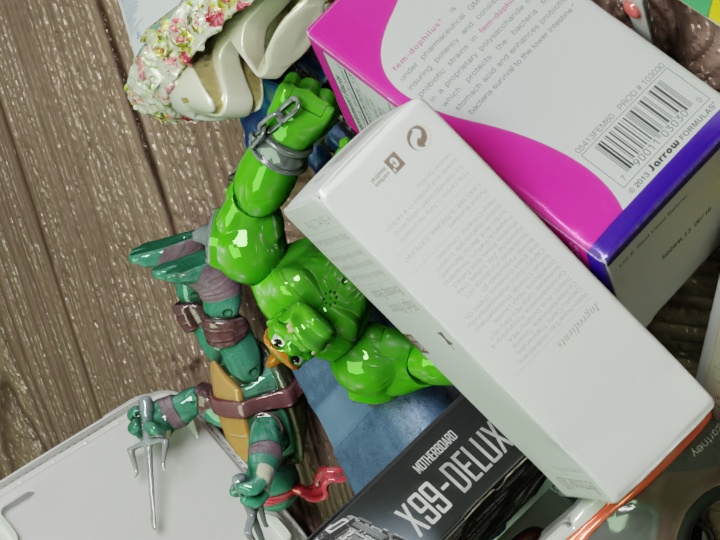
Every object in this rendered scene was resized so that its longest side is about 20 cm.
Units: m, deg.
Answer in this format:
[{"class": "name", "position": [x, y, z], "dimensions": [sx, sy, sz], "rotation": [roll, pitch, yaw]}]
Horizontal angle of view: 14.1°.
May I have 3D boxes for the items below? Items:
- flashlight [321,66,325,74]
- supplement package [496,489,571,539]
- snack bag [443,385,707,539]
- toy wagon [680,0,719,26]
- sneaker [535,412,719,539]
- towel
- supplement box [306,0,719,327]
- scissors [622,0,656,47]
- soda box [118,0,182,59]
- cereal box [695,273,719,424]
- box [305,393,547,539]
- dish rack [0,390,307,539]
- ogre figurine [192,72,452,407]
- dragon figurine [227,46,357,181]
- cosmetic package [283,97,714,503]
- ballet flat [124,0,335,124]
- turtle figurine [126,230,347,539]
[{"class": "flashlight", "position": [0.063, -0.061, 1.499], "dimensions": [0.200, 0.068, 0.068], "rotation": [42, 142, 22]}, {"class": "supplement package", "position": [0.135, 0.248, 1.570], "dimensions": [0.200, 0.111, 0.156], "rotation": [34, 143, 22]}, {"class": "snack bag", "position": [0.113, 0.110, 1.600], "dimensions": [0.188, 0.021, 0.201], "rotation": [3, 117, 50]}, {"class": "toy wagon", "position": [0.186, -0.162, 1.304], "dimensions": [0.200, 0.040, 0.156], "rotation": [38, 139, 27]}, {"class": "sneaker", "position": [0.124, 0.155, 1.450], "dimensions": [0.082, 0.077, 0.200], "rotation": [42, 110, 4]}, {"class": "towel", "position": [0.015, 0.076, 1.646], "dimensions": [0.201, 0.048, 0.112], "rotation": [63, 155, 10]}, {"class": "supplement box", "position": [0.084, -0.074, 1.410], "dimensions": [0.200, 0.101, 0.103], "rotation": [40, 169, 25]}, {"class": "scissors", "position": [0.129, -0.128, 1.353], "dimensions": [0.073, 0.014, 0.200], "rotation": [27, 154, 48]}, {"class": "soda box", "position": [-0.050, -0.186, 1.504], "dimensions": [0.200, 0.068, 0.064], "rotation": [-42, 56, 43]}, {"class": "cereal box", "position": [0.232, 0.049, 1.397], "dimensions": [0.144, 0.039, 0.201], "rotation": [35, 138, 28]}, {"class": "box", "position": [0.035, 0.124, 1.472], "dimensions": [0.050, 0.200, 0.158], "rotation": [42, 150, 10]}, {"class": "dish rack", "position": [-0.134, 0.164, 1.779], "dimensions": [0.172, 0.200, 0.044], "rotation": [49, 145, 14]}, {"class": "ogre figurine", "position": [0.000, 0.000, 1.545], "dimensions": [0.200, 0.098, 0.120], "rotation": [32, 126, -30]}, {"class": "dragon figurine", "position": [-0.032, -0.095, 1.596], "dimensions": [0.200, 0.059, 0.100], "rotation": [19, 129, 44]}, {"class": "cosmetic package", "position": [0.062, 0.016, 1.362], "dimensions": [0.200, 0.074, 0.102], "rotation": [47, 171, -5]}, {"class": "ballet flat", "position": [-0.063, -0.117, 1.485], "dimensions": [0.200, 0.075, 0.064], "rotation": [-47, 53, 49]}, {"class": "turtle figurine", "position": [-0.080, 0.081, 1.741], "dimensions": [0.149, 0.100, 0.201], "rotation": [4, 114, 54]}]
